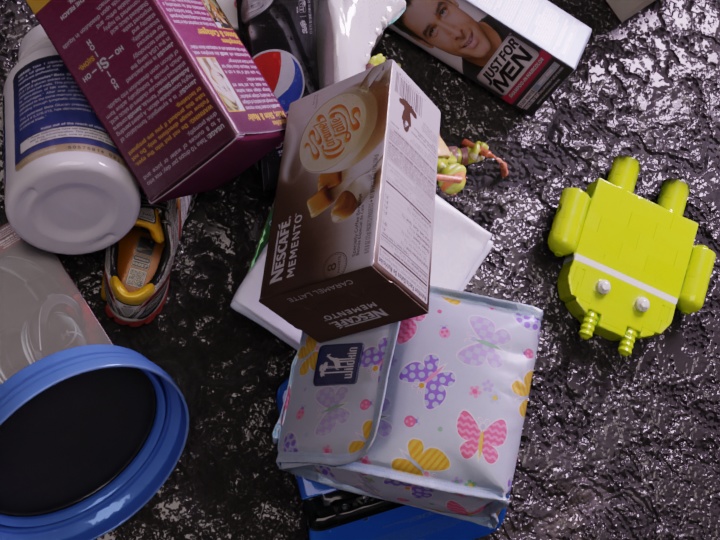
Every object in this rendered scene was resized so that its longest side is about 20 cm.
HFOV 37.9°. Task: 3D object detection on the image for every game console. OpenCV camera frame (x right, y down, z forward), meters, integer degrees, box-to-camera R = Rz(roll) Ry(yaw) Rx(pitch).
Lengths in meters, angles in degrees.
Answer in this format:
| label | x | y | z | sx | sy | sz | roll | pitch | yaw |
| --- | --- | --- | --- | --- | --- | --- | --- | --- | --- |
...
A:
| label | x | y | z | sx | sy | sz | roll | pitch | yaw |
| --- | --- | --- | --- | --- | --- | --- | --- | --- | --- |
| game console | 0.030 | 0.174 | 0.961 | 0.197 | 0.172 | 0.119 | -13 | 46 | -15 |

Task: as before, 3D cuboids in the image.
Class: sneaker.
| label | x | y | z | sx | sy | sz | roll | pitch | yaw |
| --- | --- | --- | --- | --- | --- | --- | --- | --- | --- |
| sneaker | 0.001 | -0.236 | 0.982 | 0.087 | 0.075 | 0.204 | 3 | 83 | -22 |
| sneaker | -0.189 | -0.053 | 0.960 | 0.077 | 0.082 | 0.203 | 8 | 77 | -11 |

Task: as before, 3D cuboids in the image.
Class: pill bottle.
| label | x | y | z | sx | sy | sz | roll | pitch | yaw |
| --- | --- | --- | --- | --- | --- | --- | --- | --- | --- |
| pill bottle | -0.254 | -0.123 | 0.915 | 0.109 | 0.112 | 0.202 | -5 | 52 | -14 |

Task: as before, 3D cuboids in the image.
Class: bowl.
| label | x | y | z | sx | sy | sz | roll | pitch | yaw |
| --- | --- | --- | --- | --- | --- | --- | --- | --- | --- |
| bowl | -0.237 | 0.148 | 0.864 | 0.199 | 0.202 | 0.039 | -33 | 50 | -17 |

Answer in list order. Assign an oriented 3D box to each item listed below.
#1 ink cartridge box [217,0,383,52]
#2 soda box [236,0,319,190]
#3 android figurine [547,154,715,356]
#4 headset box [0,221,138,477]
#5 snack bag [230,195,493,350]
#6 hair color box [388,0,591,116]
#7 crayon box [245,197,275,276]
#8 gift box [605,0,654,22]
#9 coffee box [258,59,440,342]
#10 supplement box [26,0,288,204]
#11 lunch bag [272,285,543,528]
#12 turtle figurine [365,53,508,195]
| label | x | y | z | sx | sy | sz | roll | pitch | yaw |
| --- | --- | --- | --- | --- | --- | --- | --- | --- | --- |
| ink cartridge box | -0.082 | -0.280 | 1.038 | 0.197 | 0.067 | 0.118 | -1 | 80 | -13 |
| soda box | -0.075 | -0.182 | 0.974 | 0.062 | 0.071 | 0.203 | -9 | 110 | -14 |
| android figurine | 0.276 | -0.013 | 1.083 | 0.180 | 0.041 | 0.202 | 25 | 73 | -7 |
| headset box | -0.308 | 0.059 | 0.914 | 0.148 | 0.077 | 0.202 | -32 | 89 | -17 |
| snack bag | 0.000 | 0.000 | 0.965 | 0.187 | 0.021 | 0.201 | 35 | 81 | -7 |
| hair color box | 0.120 | -0.250 | 1.058 | 0.198 | 0.099 | 0.061 | 31 | 63 | -5 |
| crayon box | -0.004 | 0.004 | 1.008 | 0.197 | 0.052 | 0.127 | 21 | 75 | -8 |
| gift box | 0.310 | -0.404 | 1.092 | 0.184 | 0.187 | 0.201 | -39 | 90 | -17 |
| coffee box | -0.005 | -0.056 | 0.856 | 0.080 | 0.113 | 0.203 | 38 | 47 | -41 |
| supplement box | -0.164 | -0.172 | 0.887 | 0.103 | 0.131 | 0.202 | -32 | 88 | 19 |
| lunch bag | 0.037 | 0.102 | 0.865 | 0.197 | 0.128 | 0.172 | 13 | 67 | 8 |
| turtle figurine | 0.061 | -0.130 | 1.028 | 0.199 | 0.064 | 0.162 | -9 | 59 | -55 |
